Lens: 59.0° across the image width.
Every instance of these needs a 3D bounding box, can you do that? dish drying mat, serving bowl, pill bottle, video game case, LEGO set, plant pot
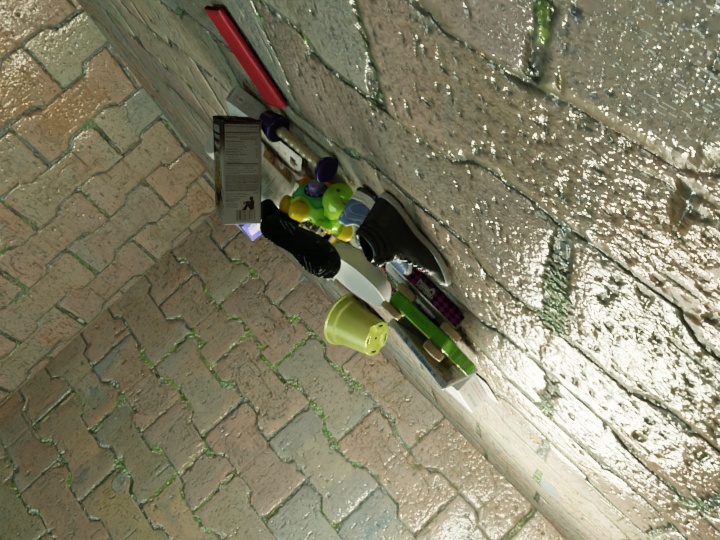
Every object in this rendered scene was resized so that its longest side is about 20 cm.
[{"bbox_3d":[-0.198,-0.372,1.115,0.077,0.018,0.201,36,165,50],"label":"dish drying mat"},{"bbox_3d":[0.000,0.000,1.517,0.199,0.066,0.200,37,166,10],"label":"serving bowl"},{"bbox_3d":[-0.245,-0.231,1.414,0.200,0.115,0.114,44,176,-42],"label":"pill bottle"},{"bbox_3d":[0.133,0.057,1.352,0.200,0.036,0.181,45,171,13],"label":"video game case"},{"bbox_3d":[-0.121,-0.060,1.699,0.153,0.116,0.200,38,180,38],"label":"LEGO set"},{"bbox_3d":[0.165,0.171,1.408,0.183,0.022,0.199,50,-158,19],"label":"video game case"},{"bbox_3d":[-0.003,0.214,2.333,0.183,0.201,0.201,26,160,37],"label":"plant pot"}]

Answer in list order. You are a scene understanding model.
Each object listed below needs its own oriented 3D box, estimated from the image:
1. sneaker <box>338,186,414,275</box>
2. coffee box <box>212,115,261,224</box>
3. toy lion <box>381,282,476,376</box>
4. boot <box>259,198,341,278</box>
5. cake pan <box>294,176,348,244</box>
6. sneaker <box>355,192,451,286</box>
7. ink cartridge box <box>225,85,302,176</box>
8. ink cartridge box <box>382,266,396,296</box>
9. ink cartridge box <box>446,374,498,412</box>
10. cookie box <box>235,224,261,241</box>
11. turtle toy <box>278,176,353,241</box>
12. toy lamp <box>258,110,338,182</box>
[{"bbox_3d":[0.031,-0.060,1.188,0.200,0.077,0.076,50,169,-27],"label":"sneaker"},{"bbox_3d":[-0.248,-0.203,1.277,0.113,0.079,0.203,-143,52,-63],"label":"coffee box"},{"bbox_3d":[0.150,0.132,1.307,0.200,0.069,0.192,43,179,29],"label":"toy lion"},{"bbox_3d":[-0.133,-0.076,1.372,0.199,0.077,0.168,33,-169,-17],"label":"boot"},{"bbox_3d":[-0.085,-0.146,1.515,0.200,0.037,0.200,46,171,9],"label":"cake pan"},{"bbox_3d":[0.068,-0.026,1.083,0.200,0.099,0.071,49,170,-18],"label":"sneaker"},{"bbox_3d":[-0.199,-0.302,1.395,0.199,0.057,0.163,33,172,-2],"label":"ink cartridge box"},{"bbox_3d":[0.097,0.078,1.584,0.109,0.050,0.201,39,168,48],"label":"ink cartridge box"},{"bbox_3d":[0.261,0.293,1.681,0.200,0.068,0.115,37,167,49],"label":"ink cartridge box"},{"bbox_3d":[-0.353,-0.210,2.125,0.200,0.171,0.076,39,166,48],"label":"cookie box"},{"bbox_3d":[-0.069,-0.131,1.269,0.144,0.102,0.200,22,-176,-25],"label":"turtle toy"},{"bbox_3d":[-0.125,-0.241,1.212,0.200,0.058,0.058,44,171,29],"label":"toy lamp"}]
